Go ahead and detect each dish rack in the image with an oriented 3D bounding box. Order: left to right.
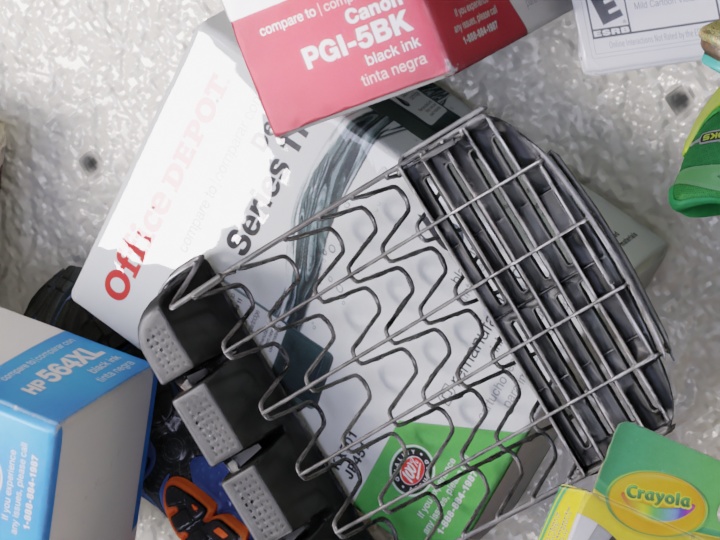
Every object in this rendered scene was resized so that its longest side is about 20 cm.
[{"bbox_3d":[0.020,0.034,1.016,0.199,0.055,0.154,-31,93,27],"label":"dish rack"}]

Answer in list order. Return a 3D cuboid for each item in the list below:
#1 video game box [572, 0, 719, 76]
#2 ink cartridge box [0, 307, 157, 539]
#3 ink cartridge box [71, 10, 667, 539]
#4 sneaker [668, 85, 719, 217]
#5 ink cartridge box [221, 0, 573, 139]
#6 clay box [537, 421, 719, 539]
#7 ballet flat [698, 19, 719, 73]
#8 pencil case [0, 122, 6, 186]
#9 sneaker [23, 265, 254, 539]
[{"bbox_3d":[0.160,-0.176,0.981,0.199,0.047,0.184,-6,105,27],"label":"video game box"},{"bbox_3d":[-0.196,0.083,1.117,0.199,0.084,0.147,20,115,21],"label":"ink cartridge box"},{"bbox_3d":[0.000,0.000,1.092,0.199,0.083,0.147,35,117,13],"label":"ink cartridge box"},{"bbox_3d":[0.199,0.009,0.995,0.200,0.074,0.084,41,95,19],"label":"sneaker"},{"bbox_3d":[-0.006,-0.169,1.007,0.082,0.147,0.201,-18,98,28],"label":"ink cartridge box"},{"bbox_3d":[0.099,0.165,0.956,0.114,0.048,0.201,24,84,-8],"label":"clay box"},{"bbox_3d":[0.212,-0.062,0.945,0.199,0.071,0.071,25,119,-17],"label":"ballet flat"},{"bbox_3d":[-0.214,0.023,1.204,0.089,0.078,0.201,3,113,-19],"label":"pencil case"},{"bbox_3d":[-0.077,0.073,1.160,0.200,0.078,0.075,43,97,27],"label":"sneaker"}]
